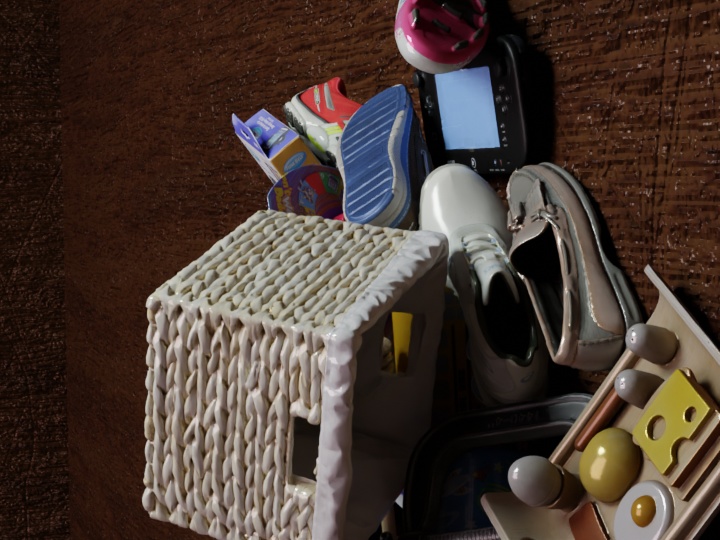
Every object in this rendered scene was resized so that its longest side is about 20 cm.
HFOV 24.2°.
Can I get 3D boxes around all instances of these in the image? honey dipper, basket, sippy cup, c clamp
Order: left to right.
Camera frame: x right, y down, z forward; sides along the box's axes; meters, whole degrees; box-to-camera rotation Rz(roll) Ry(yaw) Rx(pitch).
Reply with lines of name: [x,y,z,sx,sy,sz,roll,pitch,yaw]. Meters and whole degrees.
basket: [-0.043,0.078,1.215,0.200,0.160,0.200,-43,-37,-58]
honey dipper: [0.017,0.150,1.359,0.038,0.038,0.202,-135,35,-62]
sippy cup: [0.091,0.204,1.250,0.140,0.176,0.131,63,-154,-62]
c clamp: [0.093,0.167,1.178,0.199,0.027,0.172,-18,44,27]

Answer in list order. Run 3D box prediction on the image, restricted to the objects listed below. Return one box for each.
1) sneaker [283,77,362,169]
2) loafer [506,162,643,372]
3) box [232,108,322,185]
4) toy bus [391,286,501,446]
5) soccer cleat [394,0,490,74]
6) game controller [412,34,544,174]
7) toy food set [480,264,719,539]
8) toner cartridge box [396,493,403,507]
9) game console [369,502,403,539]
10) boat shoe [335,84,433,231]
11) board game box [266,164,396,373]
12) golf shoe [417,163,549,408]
sneaker: [0.008,-0.113,1.524,0.200,0.085,0.077,48,167,34]
loafer: [0.136,-0.008,1.183,0.201,0.062,0.072,-113,28,-45]
box: [-0.044,-0.070,1.555,0.201,0.041,0.119,55,174,-25]
toy bus: [0.070,0.066,1.346,0.065,0.078,0.202,-177,83,-70]
soccer cleat: [0.059,-0.189,1.300,0.087,0.069,0.201,-57,8,35]
game controller: [0.091,-0.129,1.332,0.200,0.042,0.105,-171,80,-71]
toy food set: [0.160,0.114,1.055,0.201,0.060,0.144,-58,33,19]
toner cartridge box: [0.033,0.143,1.516,0.200,0.043,0.096,-147,57,-66]
game console: [-0.026,0.247,1.463,0.119,0.171,0.200,-66,-12,7]
boat shoe: [0.026,-0.076,1.380,0.072,0.072,0.201,-28,31,25]
board game box: [0.000,0.000,1.380,0.039,0.157,0.202,-25,65,39]
golf shoe: [0.099,0.000,1.250,0.097,0.078,0.201,95,157,-69]
